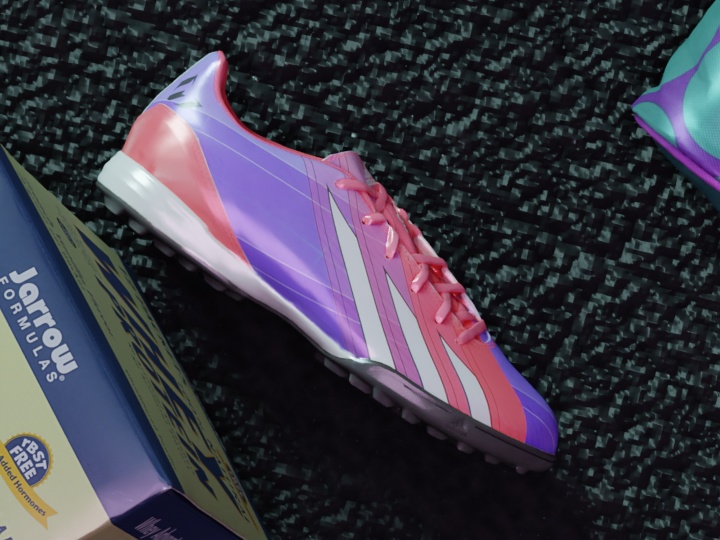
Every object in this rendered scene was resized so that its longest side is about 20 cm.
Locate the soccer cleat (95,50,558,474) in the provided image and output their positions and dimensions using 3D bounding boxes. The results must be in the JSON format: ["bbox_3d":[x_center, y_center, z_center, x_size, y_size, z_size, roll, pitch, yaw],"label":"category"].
[{"bbox_3d":[0.000,0.000,1.005,0.200,0.068,0.073,35,89,0],"label":"soccer cleat"}]

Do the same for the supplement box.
[{"bbox_3d":[-0.157,0.081,0.928,0.199,0.200,0.135,-30,75,1],"label":"supplement box"}]

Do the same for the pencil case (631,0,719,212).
[{"bbox_3d":[0.193,-0.100,0.985,0.200,0.085,0.092,-48,63,4],"label":"pencil case"}]
